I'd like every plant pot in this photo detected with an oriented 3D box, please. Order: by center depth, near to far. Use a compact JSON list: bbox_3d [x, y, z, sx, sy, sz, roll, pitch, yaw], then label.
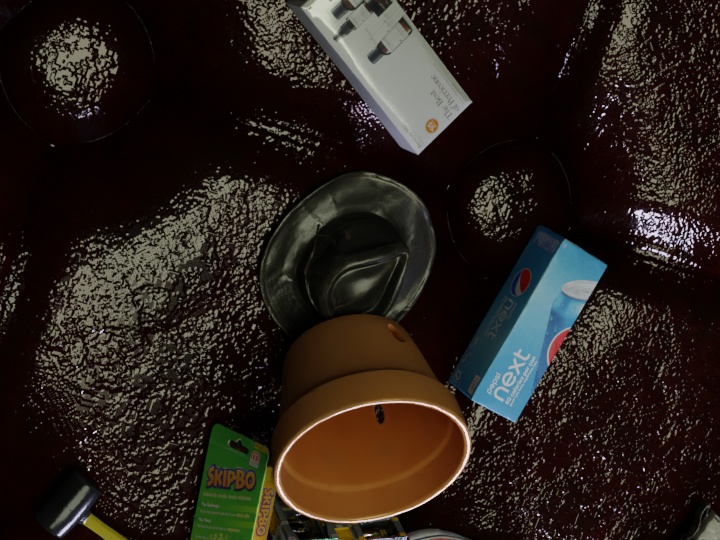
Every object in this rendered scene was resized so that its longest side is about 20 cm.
[{"bbox_3d":[-0.001,0.139,1.590,0.198,0.141,0.201,-9,139,-8],"label":"plant pot"}]

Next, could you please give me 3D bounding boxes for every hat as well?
[{"bbox_3d":[0.000,0.000,1.620,0.199,0.081,0.202,-6,106,-20],"label":"hat"}]

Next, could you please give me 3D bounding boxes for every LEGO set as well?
[{"bbox_3d":[-0.050,0.281,1.686,0.199,0.116,0.154,-5,132,-25],"label":"LEGO set"}]

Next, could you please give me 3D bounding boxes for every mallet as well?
[{"bbox_3d":[-0.241,0.274,1.632,0.200,0.041,0.066,36,88,-32],"label":"mallet"}]

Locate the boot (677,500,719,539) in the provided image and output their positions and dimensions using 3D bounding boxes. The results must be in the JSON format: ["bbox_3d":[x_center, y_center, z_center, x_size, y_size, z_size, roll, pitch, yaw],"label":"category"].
[{"bbox_3d":[0.420,0.399,1.917,0.174,0.069,0.200,-41,114,-6],"label":"boot"}]

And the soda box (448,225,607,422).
[{"bbox_3d":[0.182,0.058,1.721,0.068,0.064,0.201,29,94,-26],"label":"soda box"}]

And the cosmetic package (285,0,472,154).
[{"bbox_3d":[0.021,-0.217,1.581,0.083,0.051,0.200,-43,116,-4],"label":"cosmetic package"}]

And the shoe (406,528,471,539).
[{"bbox_3d":[0.128,0.346,1.769,0.199,0.091,0.072,13,100,-25],"label":"shoe"}]

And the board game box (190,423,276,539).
[{"bbox_3d":[-0.135,0.266,1.629,0.030,0.095,0.202,1,102,-44],"label":"board game box"}]
